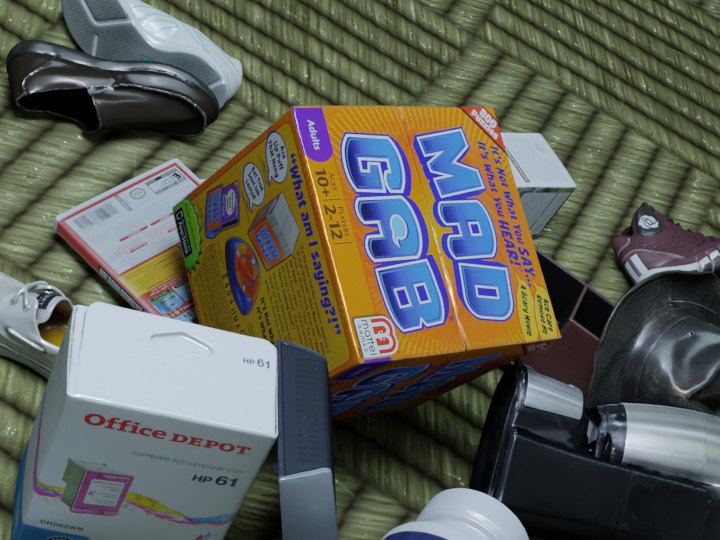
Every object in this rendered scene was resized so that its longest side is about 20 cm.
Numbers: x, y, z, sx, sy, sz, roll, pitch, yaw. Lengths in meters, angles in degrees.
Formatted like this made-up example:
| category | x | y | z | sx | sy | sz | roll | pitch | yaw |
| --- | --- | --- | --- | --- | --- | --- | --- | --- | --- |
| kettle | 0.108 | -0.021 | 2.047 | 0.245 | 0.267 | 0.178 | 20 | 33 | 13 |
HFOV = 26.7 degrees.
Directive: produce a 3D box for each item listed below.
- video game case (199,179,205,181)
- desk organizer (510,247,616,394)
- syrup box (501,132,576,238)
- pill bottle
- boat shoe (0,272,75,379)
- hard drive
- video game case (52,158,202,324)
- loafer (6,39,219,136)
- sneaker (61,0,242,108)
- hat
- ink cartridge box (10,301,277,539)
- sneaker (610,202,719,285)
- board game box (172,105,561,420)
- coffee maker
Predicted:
| category | x | y | z | sx | sy | sz | roll | pitch | yaw |
| --- | --- | --- | --- | --- | --- | --- | --- | --- | --- |
| video game case | -0.040 | -0.012 | 1.389 | 0.200 | 0.024 | 0.182 | -1 | 49 | -27 |
| desk organizer | 0.153 | 0.034 | 1.382 | 0.200 | 0.077 | 0.072 | 36 | 37 | 0 |
| syrup box | 0.104 | -0.083 | 1.471 | 0.200 | 0.079 | 0.082 | -2 | 50 | -39 |
| pill bottle | 0.045 | 0.254 | 1.098 | 0.120 | 0.120 | 0.200 | 34 | 42 | 7 |
| boat shoe | -0.252 | 0.039 | 1.194 | 0.200 | 0.070 | 0.071 | 33 | 42 | 6 |
| hard drive | -0.039 | 0.158 | 1.089 | 0.042 | 0.200 | 0.135 | -2 | 47 | -1 |
| video game case | -0.146 | -0.006 | 1.305 | 0.200 | 0.017 | 0.143 | 42 | 48 | 19 |
| loafer | -0.231 | -0.152 | 1.403 | 0.200 | 0.073 | 0.071 | 10 | 54 | -11 |
| sneaker | -0.205 | -0.223 | 1.490 | 0.200 | 0.070 | 0.080 | 35 | 27 | 4 |
| hat | 0.285 | 0.095 | 1.325 | 0.200 | 0.201 | 0.081 | -17 | 32 | -38 |
| ink cartridge box | -0.154 | 0.126 | 1.061 | 0.144 | 0.200 | 0.085 | 12 | 44 | -16 |
| sneaker | 0.343 | -0.033 | 1.569 | 0.200 | 0.076 | 0.116 | -10 | 51 | -34 |
| board game box | 0.000 | 0.000 | 1.212 | 0.200 | 0.200 | 0.200 | -4 | 73 | -36 |
| coffee maker | 0.193 | 0.186 | 1.219 | 0.200 | 0.135 | 0.192 | 13 | 60 | -4 |
